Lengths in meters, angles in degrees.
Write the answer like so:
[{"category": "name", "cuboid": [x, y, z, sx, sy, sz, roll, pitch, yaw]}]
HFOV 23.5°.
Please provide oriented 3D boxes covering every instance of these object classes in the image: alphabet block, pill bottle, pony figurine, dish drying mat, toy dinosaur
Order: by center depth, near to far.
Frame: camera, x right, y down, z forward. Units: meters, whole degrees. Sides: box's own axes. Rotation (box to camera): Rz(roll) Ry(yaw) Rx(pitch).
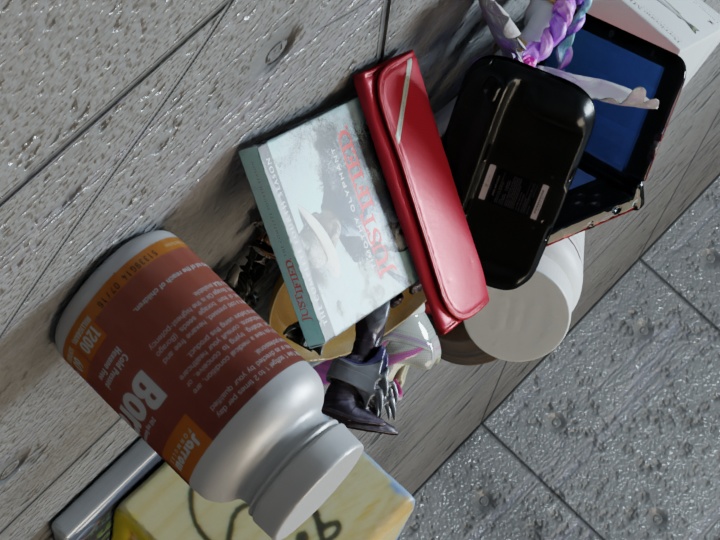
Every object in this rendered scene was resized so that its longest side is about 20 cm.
[{"category": "pill bottle", "cuboid": [-0.097, 0.077, 1.137, 0.112, 0.200, 0.112, -44, 167, -13]}, {"category": "dish drying mat", "cuboid": [0.049, -0.059, 1.288, 0.018, 0.202, 0.077, -12, -168, 35]}, {"category": "toy dinosaur", "cuboid": [-0.037, -0.015, 1.335, 0.137, 0.101, 0.200, -62, 151, -5]}, {"category": "pony figurine", "cuboid": [0.127, -0.152, 1.391, 0.201, 0.166, 0.193, -54, -161, 14]}, {"category": "pill bottle", "cuboid": [0.140, -0.011, 1.505, 0.110, 0.109, 0.201, -54, -170, 28]}, {"category": "alphabet block", "cuboid": [-0.096, 0.247, 1.593, 0.200, 0.195, 0.197, -43, 165, -27]}]

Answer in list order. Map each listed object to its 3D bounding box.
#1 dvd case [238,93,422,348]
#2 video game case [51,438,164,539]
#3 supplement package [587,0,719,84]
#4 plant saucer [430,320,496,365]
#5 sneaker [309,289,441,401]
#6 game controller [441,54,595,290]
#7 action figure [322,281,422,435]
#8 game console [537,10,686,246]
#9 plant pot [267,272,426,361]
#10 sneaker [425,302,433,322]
[{"category": "dvd case", "cuboid": [-0.001, -0.048, 1.253, 0.022, 0.148, 0.199, -12, -168, 38]}, {"category": "video game case", "cuboid": [-0.194, 0.190, 1.570, 0.200, 0.023, 0.182, -44, 167, -19]}, {"category": "supplement package", "cuboid": [0.251, -0.211, 1.629, 0.118, 0.117, 0.200, -53, 170, 27]}, {"category": "plant saucer", "cuboid": [0.124, -0.002, 1.760, 0.029, 0.200, 0.201, 30, 105, -40]}, {"category": "sneaker", "cuboid": [-0.006, 0.100, 1.646, 0.199, 0.089, 0.081, -36, 177, 22]}, {"category": "game controller", "cuboid": [0.108, -0.070, 1.331, 0.042, 0.103, 0.201, -78, -176, -50]}, {"category": "action figure", "cuboid": [0.013, 0.025, 1.376, 0.130, 0.068, 0.203, 108, -10, -80]}, {"category": "game console", "cuboid": [0.153, -0.127, 1.468, 0.171, 0.200, 0.120, -21, 122, -22]}, {"category": "plant pot", "cuboid": [0.000, 0.000, 1.516, 0.199, 0.028, 0.201, -27, 148, -18]}, {"category": "sneaker", "cuboid": [0.103, -0.013, 1.728, 0.199, 0.079, 0.096, -16, -144, 38]}]
